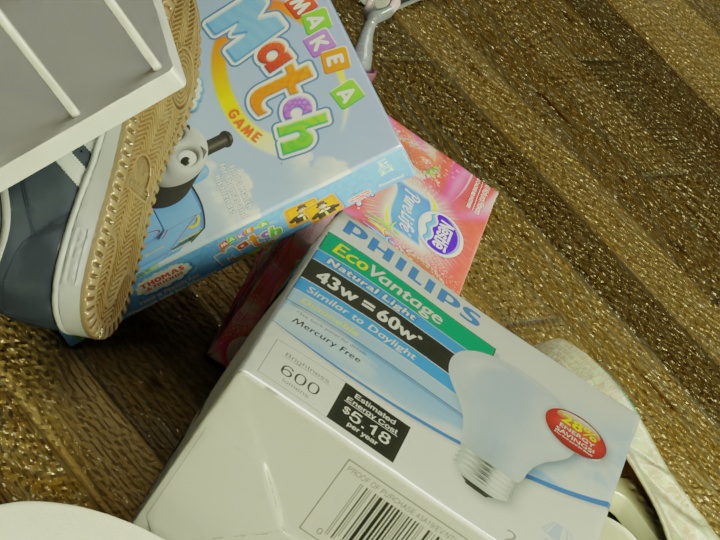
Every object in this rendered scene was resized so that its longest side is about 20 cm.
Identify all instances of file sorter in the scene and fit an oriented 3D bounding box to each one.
[{"bbox_3d":[-0.211,-0.121,1.431,0.125,0.200,0.139,54,11,-39],"label":"file sorter"}]

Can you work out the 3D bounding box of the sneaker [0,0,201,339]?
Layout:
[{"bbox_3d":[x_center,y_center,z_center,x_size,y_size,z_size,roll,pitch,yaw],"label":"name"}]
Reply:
[{"bbox_3d":[-0.154,-0.066,1.483,0.108,0.200,0.070,7,-22,21],"label":"sneaker"}]

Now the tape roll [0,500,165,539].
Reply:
[{"bbox_3d":[-0.108,0.183,1.278,0.203,0.037,0.203,28,28,-16],"label":"tape roll"}]

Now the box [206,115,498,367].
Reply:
[{"bbox_3d":[0.000,0.000,1.637,0.103,0.095,0.200,35,26,-4],"label":"box"}]

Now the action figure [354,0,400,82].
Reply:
[{"bbox_3d":[-0.041,-0.100,1.746,0.200,0.134,0.149,34,48,-75],"label":"action figure"}]

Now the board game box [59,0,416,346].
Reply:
[{"bbox_3d":[-0.090,-0.069,1.528,0.151,0.200,0.037,65,1,33],"label":"board game box"}]

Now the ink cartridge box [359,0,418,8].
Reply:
[{"bbox_3d":[-0.007,-0.277,2.137,0.198,0.043,0.200,42,29,11],"label":"ink cartridge box"}]

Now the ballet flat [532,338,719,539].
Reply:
[{"bbox_3d":[0.137,0.114,1.650,0.062,0.067,0.200,-9,49,-42],"label":"ballet flat"}]

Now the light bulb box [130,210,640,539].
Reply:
[{"bbox_3d":[0.015,0.103,1.454,0.198,0.125,0.200,34,27,-3],"label":"light bulb box"}]
